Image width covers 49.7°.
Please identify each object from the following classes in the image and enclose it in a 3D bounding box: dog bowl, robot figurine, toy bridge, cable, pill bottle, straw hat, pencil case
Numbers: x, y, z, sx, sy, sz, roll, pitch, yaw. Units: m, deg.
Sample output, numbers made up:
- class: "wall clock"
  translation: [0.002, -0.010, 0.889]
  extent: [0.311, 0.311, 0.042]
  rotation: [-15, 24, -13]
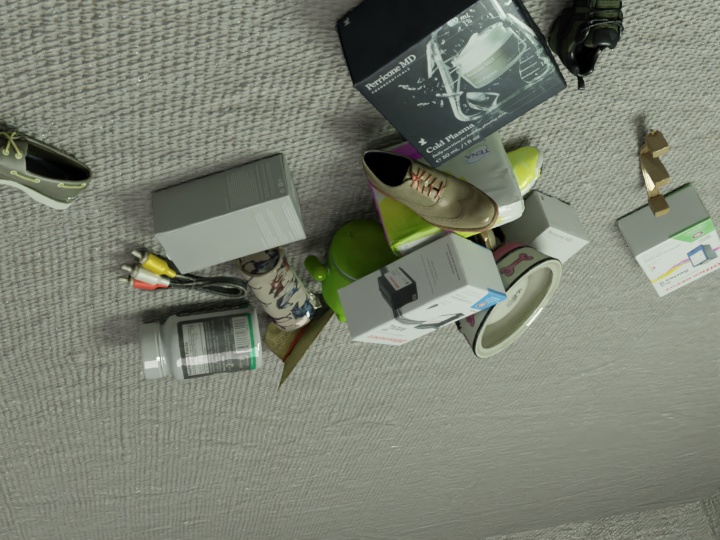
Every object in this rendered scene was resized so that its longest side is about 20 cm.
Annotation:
- class: "dog bowl"
  translation: [0.229, 0.042, 1.247]
  extent: [0.199, 0.074, 0.201]
  rotation: [-33, 148, -24]
- class: "robot figurine"
  translation: [0.000, 0.000, 1.264]
  extent: [0.174, 0.117, 0.201]
  rotation: [-6, 145, -17]
- class: "toy bridge"
  translation: [0.472, -0.166, 1.252]
  extent: [0.027, 0.068, 0.200]
  rotation: [-21, 147, 10]
- class: "cable"
  translation: [-0.282, 0.025, 1.224]
  extent: [0.198, 0.051, 0.097]
  rotation: [22, 134, -22]
- class: "pill bottle"
  translation: [-0.274, 0.126, 1.342]
  extent: [0.198, 0.114, 0.114]
  rotation: [-7, 145, -11]
- class: "straw hat"
  translation: [-0.126, 0.117, 1.401]
  extent: [0.085, 0.201, 0.201]
  rotation: [36, 133, 1]
- class: "pencil case"
  translation: [-0.135, 0.021, 1.277]
  extent: [0.089, 0.078, 0.201]
  rotation: [-32, 146, -5]

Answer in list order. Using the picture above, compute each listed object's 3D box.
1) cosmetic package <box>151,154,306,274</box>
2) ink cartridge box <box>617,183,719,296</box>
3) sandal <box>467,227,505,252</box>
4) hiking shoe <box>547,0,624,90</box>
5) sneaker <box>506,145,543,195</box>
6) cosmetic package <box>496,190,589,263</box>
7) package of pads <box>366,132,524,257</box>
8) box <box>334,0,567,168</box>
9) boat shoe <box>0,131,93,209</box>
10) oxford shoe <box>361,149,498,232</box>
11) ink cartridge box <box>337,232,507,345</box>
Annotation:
- class: "cosmetic package"
  translation: [-0.187, -0.078, 1.112]
  extent: [0.198, 0.091, 0.107]
  rotation: [-13, 146, 2]
- class: "ink cartridge box"
  translation: [0.583, -0.050, 1.443]
  extent: [0.144, 0.088, 0.200]
  rotation: [-29, 145, 19]
- class: "sandal"
  translation: [0.203, -0.059, 1.255]
  extent: [0.054, 0.080, 0.200]
  rotation: [-46, 168, 0]
- class: "hiking shoe"
  translation: [0.295, -0.319, 0.937]
  extent: [0.075, 0.101, 0.201]
  rotation: [-7, 145, -12]
- class: "sneaker"
  translation: [0.182, -0.136, 1.179]
  extent: [0.199, 0.076, 0.076]
  rotation: [-25, 146, 12]
- class: "cosmetic package"
  translation: [0.282, -0.035, 1.352]
  extent: [0.107, 0.085, 0.200]
  rotation: [15, 137, -31]
- class: "package of pads"
  translation: [0.118, -0.117, 1.102]
  extent: [0.198, 0.156, 0.068]
  rotation: [-20, 160, 7]
- class: "box"
  translation: [0.110, -0.260, 0.935]
  extent: [0.199, 0.125, 0.196]
  rotation: [-30, 141, 21]
- class: "boat shoe"
  translation: [-0.422, -0.138, 0.949]
  extent: [0.060, 0.073, 0.201]
  rotation: [-32, 148, 22]
- class: "oxford shoe"
  translation: [0.085, -0.105, 1.025]
  extent: [0.198, 0.071, 0.075]
  rotation: [23, 179, 20]
- class: "ink cartridge box"
  translation: [0.090, 0.034, 1.134]
  extent: [0.199, 0.084, 0.145]
  rotation: [-27, 159, 26]
